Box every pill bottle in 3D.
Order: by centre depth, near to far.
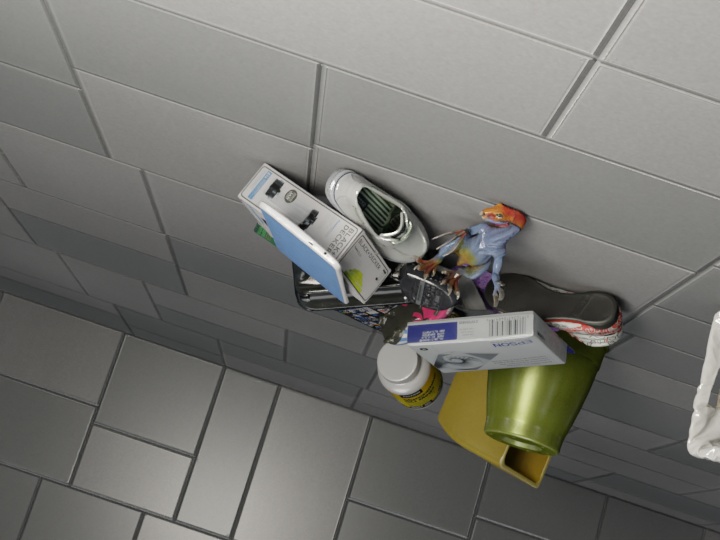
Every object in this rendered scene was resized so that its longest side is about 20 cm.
[{"bbox_3d":[0.098,0.209,2.428,0.111,0.114,0.200,13,165,20],"label":"pill bottle"}]

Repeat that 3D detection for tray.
[{"bbox_3d":[0.091,0.011,1.786,0.198,0.022,0.108,21,161,29],"label":"tray"}]

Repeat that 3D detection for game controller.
[{"bbox_3d":[0.000,0.000,1.686,0.196,0.106,0.042,-4,178,8],"label":"game controller"}]

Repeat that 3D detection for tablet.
[{"bbox_3d":[-0.068,-0.020,1.517,0.130,0.014,0.200,39,171,11],"label":"tablet"}]

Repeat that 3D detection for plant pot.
[{"bbox_3d":[0.288,0.193,1.954,0.197,0.196,0.201,17,167,4],"label":"plant pot"},{"bbox_3d":[0.274,0.293,2.385,0.198,0.198,0.194,16,168,37],"label":"plant pot"}]

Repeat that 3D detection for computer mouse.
[{"bbox_3d":[0.047,0.001,1.641,0.197,0.034,0.059,23,141,8],"label":"computer mouse"}]

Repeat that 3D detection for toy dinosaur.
[{"bbox_3d":[0.149,-0.043,1.533,0.105,0.201,0.181,38,127,-15],"label":"toy dinosaur"}]

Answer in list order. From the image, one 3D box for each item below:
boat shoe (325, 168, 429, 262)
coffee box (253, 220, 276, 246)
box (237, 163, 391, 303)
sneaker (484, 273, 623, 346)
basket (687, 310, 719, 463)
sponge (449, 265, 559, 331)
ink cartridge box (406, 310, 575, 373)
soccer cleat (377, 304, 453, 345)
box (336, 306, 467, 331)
[{"bbox_3d":[0.033,-0.058,1.545,0.199,0.074,0.067,32,179,-42],"label":"boat shoe"},{"bbox_3d":[-0.063,-0.032,1.762,0.199,0.044,0.123,35,165,-3],"label":"coffee box"},{"bbox_3d":[-0.062,-0.050,1.585,0.199,0.060,0.117,35,169,33],"label":"box"},{"bbox_3d":[0.283,0.063,1.724,0.198,0.068,0.108,9,161,25],"label":"sneaker"},{"bbox_3d":[0.552,0.170,1.517,0.198,0.201,0.160,3,162,46],"label":"basket"},{"bbox_3d":[0.223,0.043,1.806,0.197,0.030,0.112,21,165,-9],"label":"sponge"},{"bbox_3d":[0.193,0.114,1.729,0.197,0.041,0.200,-7,158,27],"label":"ink cartridge box"},{"bbox_3d":[0.100,0.056,1.767,0.085,0.071,0.200,-9,165,-30],"label":"soccer cleat"},{"bbox_3d":[0.055,0.069,2.084,0.196,0.050,0.199,24,165,-23],"label":"box"}]
